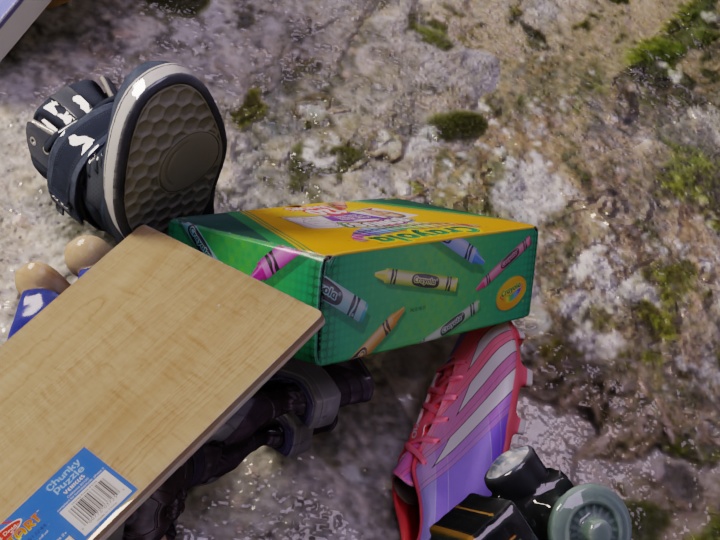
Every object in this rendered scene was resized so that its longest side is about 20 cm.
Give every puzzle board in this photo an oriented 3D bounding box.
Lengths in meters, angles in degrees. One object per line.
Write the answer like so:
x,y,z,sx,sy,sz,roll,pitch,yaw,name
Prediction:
-0.130,0.066,0.592,0.150,0.018,0.200,23,58,42,puzzle board

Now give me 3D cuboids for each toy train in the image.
0.107,0.194,0.653,0.113,0.085,0.202,-34,97,-16,toy train

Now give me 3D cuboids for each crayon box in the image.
0.000,0.000,0.726,0.118,0.059,0.199,14,14,38,crayon box

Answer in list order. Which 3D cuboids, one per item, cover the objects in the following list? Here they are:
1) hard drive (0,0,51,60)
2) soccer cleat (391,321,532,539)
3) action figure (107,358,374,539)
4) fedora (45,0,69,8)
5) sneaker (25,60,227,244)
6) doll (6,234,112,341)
-0.278,-0.245,0.867,0.201,0.132,0.025,51,14,21,hard drive
0.054,0.102,0.743,0.075,0.067,0.202,15,56,-7,soccer cleat
-0.086,0.095,0.672,0.069,0.131,0.199,43,40,22,action figure
-0.216,-0.271,0.902,0.201,0.201,0.082,50,16,21,fedora
-0.143,-0.078,0.731,0.076,0.203,0.147,-31,66,-22,sneaker
-0.181,0.072,0.666,0.049,0.135,0.202,51,28,-31,doll
